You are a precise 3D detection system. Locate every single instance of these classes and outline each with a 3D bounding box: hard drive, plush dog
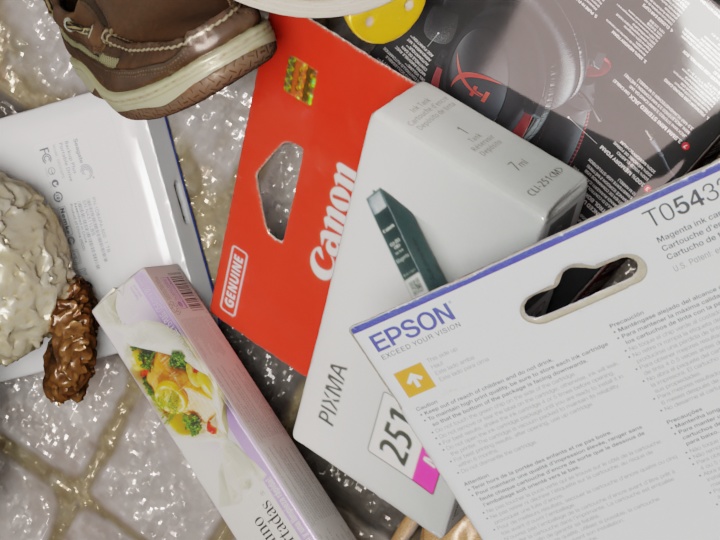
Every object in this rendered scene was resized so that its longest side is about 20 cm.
[{"bbox_3d":[-0.181,-0.012,1.122,0.199,0.025,0.133,-14,94,22],"label":"hard drive"},{"bbox_3d":[-0.225,0.018,1.066,0.172,0.160,0.200,-39,86,-5],"label":"plush dog"}]

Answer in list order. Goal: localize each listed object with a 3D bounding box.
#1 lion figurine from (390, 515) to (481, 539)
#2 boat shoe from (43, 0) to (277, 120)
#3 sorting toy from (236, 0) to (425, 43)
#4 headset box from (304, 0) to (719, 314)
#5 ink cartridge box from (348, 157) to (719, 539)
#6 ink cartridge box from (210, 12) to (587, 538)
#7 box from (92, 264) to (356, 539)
[{"bbox_3d":[0.082,0.142,1.025,0.199,0.072,0.123,20,98,21],"label":"lion figurine"},{"bbox_3d":[-0.105,-0.118,0.988,0.075,0.202,0.075,-34,108,-18],"label":"boat shoe"},{"bbox_3d":[-0.020,-0.200,0.958,0.200,0.107,0.180,-51,35,-3],"label":"sorting toy"},{"bbox_3d":[0.083,-0.073,0.985,0.149,0.075,0.200,43,110,10],"label":"headset box"},{"bbox_3d":[0.128,0.056,0.897,0.196,0.043,0.201,-24,111,21],"label":"ink cartridge box"},{"bbox_3d":[0.000,0.000,0.975,0.173,0.044,0.201,32,133,20],"label":"ink cartridge box"},{"bbox_3d":[-0.059,0.088,1.046,0.039,0.041,0.200,-38,79,21],"label":"box"}]
